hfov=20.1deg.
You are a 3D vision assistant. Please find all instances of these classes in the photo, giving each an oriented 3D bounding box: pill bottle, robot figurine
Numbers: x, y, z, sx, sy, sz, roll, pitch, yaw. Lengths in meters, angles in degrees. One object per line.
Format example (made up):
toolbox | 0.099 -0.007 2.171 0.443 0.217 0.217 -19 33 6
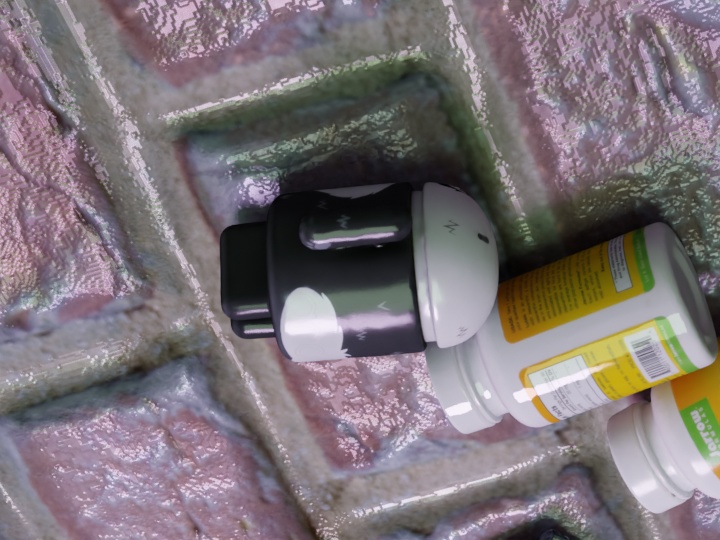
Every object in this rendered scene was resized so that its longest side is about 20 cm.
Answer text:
pill bottle | 0.291 0.104 1.539 0.199 0.112 0.111 -31 122 23
robot figurine | 0.000 -0.001 1.463 0.198 0.150 0.126 -5 107 6
pill bottle | 0.153 0.050 1.507 0.199 0.112 0.111 -22 126 18

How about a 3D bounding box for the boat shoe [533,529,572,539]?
boat shoe | 0.185 0.303 1.736 0.091 0.071 0.200 -30 121 28
